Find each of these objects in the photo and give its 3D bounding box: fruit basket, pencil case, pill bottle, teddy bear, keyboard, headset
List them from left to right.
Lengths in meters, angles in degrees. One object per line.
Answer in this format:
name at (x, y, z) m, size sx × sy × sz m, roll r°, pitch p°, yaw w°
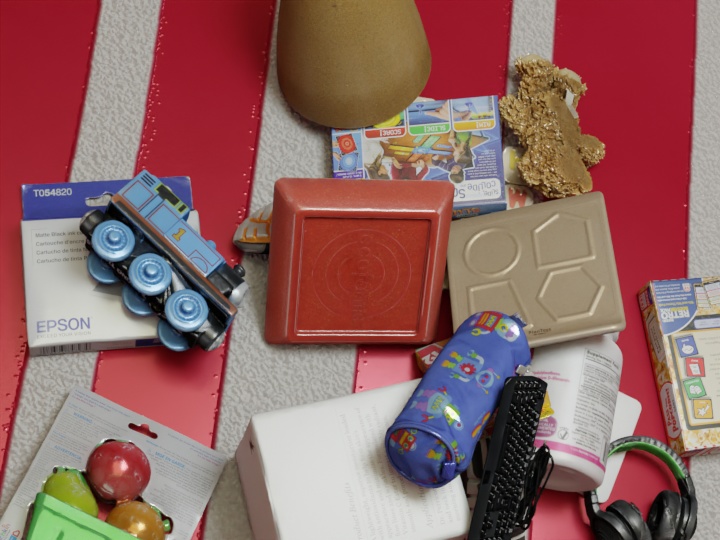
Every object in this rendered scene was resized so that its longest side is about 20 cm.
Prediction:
fruit basket at (-0.258, 0.240, 1.484) m, size 0.183 × 0.094 × 0.201 m, roll 25°, pitch 52°, yaw -2°
pencil case at (0.101, 0.123, 1.410) m, size 0.086 × 0.079 × 0.200 m, roll 22°, pitch 46°, yaw 19°
keyboard at (0.158, 0.203, 1.415) m, size 0.039 × 0.104 × 0.203 m, roll 19°, pitch 101°, yaw 35°
teddy bear at (0.225, -0.169, 1.717) m, size 0.144 × 0.067 × 0.202 m, roll 4°, pitch 64°, yaw -39°
pill bottle at (0.224, 0.129, 1.572) m, size 0.112 × 0.114 × 0.202 m, roll 15°, pitch 68°, yaw -5°
headset at (0.317, 0.277, 1.561) m, size 0.122 × 0.094 × 0.202 m, roll -8°, pitch 73°, yaw -13°

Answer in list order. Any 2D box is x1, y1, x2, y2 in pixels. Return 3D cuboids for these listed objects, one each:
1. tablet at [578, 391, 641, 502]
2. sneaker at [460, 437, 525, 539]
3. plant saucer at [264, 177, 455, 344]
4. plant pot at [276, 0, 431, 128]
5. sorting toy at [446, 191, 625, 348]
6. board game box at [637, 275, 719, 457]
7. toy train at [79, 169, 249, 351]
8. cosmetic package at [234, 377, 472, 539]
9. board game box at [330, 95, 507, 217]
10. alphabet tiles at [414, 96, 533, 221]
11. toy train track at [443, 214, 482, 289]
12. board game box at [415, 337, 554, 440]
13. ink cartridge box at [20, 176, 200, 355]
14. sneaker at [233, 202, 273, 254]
tablet at (0.210, 0.163, 1.626) m, size 0.198 × 0.014 × 0.131 m, roll 26°, pitch 68°, yaw 0°
sneaker at (0.116, 0.243, 1.552) m, size 0.075 × 0.115 × 0.203 m, roll -10°, pitch 107°, yaw -31°
plant saucer at (0.000, 0.000, 1.560) m, size 0.197 × 0.202 × 0.037 m, roll 0°, pitch 27°, yaw -11°
plant pot at (-0.016, -0.296, 1.621) m, size 0.184 × 0.201 × 0.188 m, roll -2°, pitch 58°, yaw 4°
sorting toy at (0.187, 0.008, 1.572) m, size 0.183 × 0.037 × 0.202 m, roll -11°, pitch 49°, yaw 11°
board game box at (0.415, 0.108, 1.665) m, size 0.149 × 0.046 × 0.203 m, roll -4°, pitch 71°, yaw -12°
toy train at (-0.204, -0.006, 1.529) m, size 0.200 × 0.087 × 0.114 m, roll 42°, pitch 62°, yaw 4°
cosmetic package at (-0.012, 0.227, 1.479) m, size 0.197 × 0.165 × 0.167 m, roll -10°, pitch 72°, yaw -14°
board game box at (0.066, -0.126, 1.662) m, size 0.197 × 0.035 × 0.137 m, roll -4°, pitch 71°, yaw 4°
alphabet tiles at (0.109, -0.111, 1.704) m, size 0.197 × 0.015 × 0.198 m, roll 8°, pitch 69°, yaw -7°
toy train track at (0.132, -0.034, 1.665) m, size 0.113 × 0.033 × 0.203 m, roll -8°, pitch 73°, yaw -4°
board game box at (0.130, 0.118, 1.537) m, size 0.094 × 0.200 × 0.030 m, roll -18°, pitch 116°, yaw -8°
ink cartridge box at (-0.272, -0.014, 1.583) m, size 0.197 × 0.041 × 0.203 m, roll -5°, pitch 71°, yaw -12°
sneaker at (-0.046, -0.032, 1.609) m, size 0.197 × 0.078 × 0.079 m, roll -2°, pitch 34°, yaw 12°
